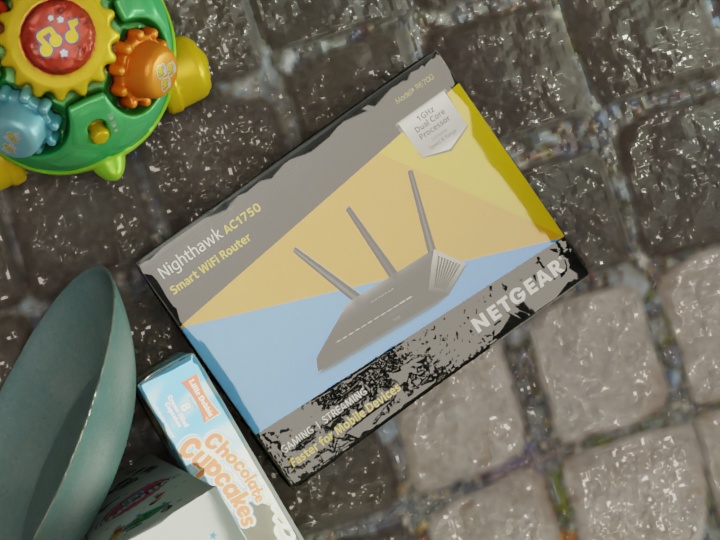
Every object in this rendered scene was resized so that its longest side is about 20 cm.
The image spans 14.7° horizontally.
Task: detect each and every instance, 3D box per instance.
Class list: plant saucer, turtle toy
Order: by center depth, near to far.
[{"bbox_3d":[-0.156,0.097,1.421,0.039,0.201,0.202,24,86,-18],"label":"plant saucer"},{"bbox_3d":[-0.169,-0.139,1.469,0.145,0.101,0.201,-25,92,-7],"label":"turtle toy"}]

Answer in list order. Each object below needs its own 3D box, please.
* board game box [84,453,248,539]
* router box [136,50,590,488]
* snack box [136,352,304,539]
[{"bbox_3d":[-0.081,0.178,1.415,0.064,0.200,0.148,-31,98,-11],"label":"board game box"},{"bbox_3d":[0.000,0.000,1.511,0.200,0.051,0.150,-36,91,-6],"label":"router box"},{"bbox_3d":[-0.056,0.136,1.469,0.037,0.116,0.201,-30,92,-7],"label":"snack box"}]
